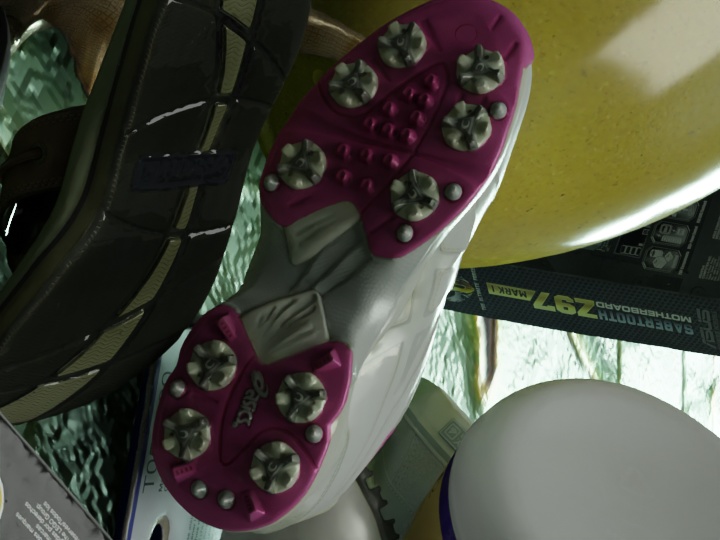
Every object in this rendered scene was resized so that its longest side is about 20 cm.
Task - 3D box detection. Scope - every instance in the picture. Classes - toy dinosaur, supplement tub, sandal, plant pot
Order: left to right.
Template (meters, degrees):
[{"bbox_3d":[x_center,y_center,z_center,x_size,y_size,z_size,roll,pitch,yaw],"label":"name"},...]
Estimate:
[{"bbox_3d":[-0.077,-0.034,0.777,0.079,0.057,0.202,3,121,-50],"label":"sandal"},{"bbox_3d":[-0.062,-0.101,0.819,0.199,0.058,0.102,-1,100,-40],"label":"toy dinosaur"},{"bbox_3d":[0.039,-0.081,0.949,0.142,0.199,0.201,-35,134,-30],"label":"plant pot"},{"bbox_3d":[0.066,0.156,0.942,0.145,0.145,0.201,-47,170,-51],"label":"supplement tub"}]

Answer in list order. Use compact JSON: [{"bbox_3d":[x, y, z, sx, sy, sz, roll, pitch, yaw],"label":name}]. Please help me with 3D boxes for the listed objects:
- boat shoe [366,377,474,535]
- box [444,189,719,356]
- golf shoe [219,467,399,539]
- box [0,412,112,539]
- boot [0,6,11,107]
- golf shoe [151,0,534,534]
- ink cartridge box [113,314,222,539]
[{"bbox_3d":[0.027,0.096,1.076,0.068,0.072,0.200,-42,-176,-3],"label":"boat shoe"},{"bbox_3d":[0.133,-0.061,1.173,0.051,0.157,0.201,70,36,-50],"label":"box"},{"bbox_3d":[-0.039,0.155,0.875,0.088,0.077,0.202,5,94,-56],"label":"golf shoe"},{"bbox_3d":[-0.134,0.032,0.572,0.200,0.110,0.035,53,57,-30],"label":"box"},{"bbox_3d":[-0.119,0.009,0.653,0.200,0.069,0.175,-112,-164,-64],"label":"boot"},{"bbox_3d":[0.000,0.000,0.838,0.201,0.075,0.092,-59,158,-4],"label":"golf shoe"},{"bbox_3d":[-0.062,0.116,0.941,0.200,0.043,0.198,9,92,-65],"label":"ink cartridge box"}]
